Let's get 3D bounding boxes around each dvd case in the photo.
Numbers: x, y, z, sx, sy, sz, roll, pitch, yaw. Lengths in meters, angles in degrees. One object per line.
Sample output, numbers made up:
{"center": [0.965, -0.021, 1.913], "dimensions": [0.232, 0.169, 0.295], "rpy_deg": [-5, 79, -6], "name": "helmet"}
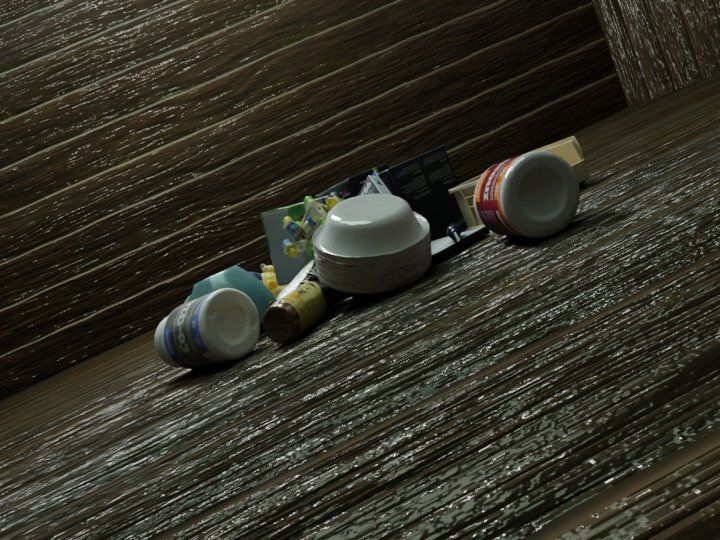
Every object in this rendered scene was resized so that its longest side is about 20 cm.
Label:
{"center": [0.129, -0.034, 1.148], "dimensions": [0.140, 0.018, 0.198], "rpy_deg": [-27, 7, -30], "name": "dvd case"}

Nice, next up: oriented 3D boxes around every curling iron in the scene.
{"center": [-0.166, 0.086, 1.063], "dimensions": [0.048, 0.026, 0.200], "rpy_deg": [-11, -12, -21], "name": "curling iron"}

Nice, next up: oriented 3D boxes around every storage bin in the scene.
{"center": [0.311, -0.167, 1.218], "dimensions": [0.196, 0.096, 0.198], "rpy_deg": [-26, 6, -17], "name": "storage bin"}

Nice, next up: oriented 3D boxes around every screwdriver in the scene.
{"center": [0.160, -0.063, 1.026], "dimensions": [0.029, 0.028, 0.200], "rpy_deg": [-52, 1, 6], "name": "screwdriver"}

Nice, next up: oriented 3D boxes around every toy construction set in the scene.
{"center": [-0.057, -0.081, 1.158], "dimensions": [0.132, 0.092, 0.199], "rpy_deg": [-51, -18, 20], "name": "toy construction set"}

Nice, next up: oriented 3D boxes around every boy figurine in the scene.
{"center": [-0.192, 0.041, 1.385], "dimensions": [0.194, 0.127, 0.065], "rpy_deg": [5, -38, -18], "name": "boy figurine"}

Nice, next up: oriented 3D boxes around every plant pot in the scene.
{"center": [-0.266, 0.072, 1.242], "dimensions": [0.196, 0.138, 0.200], "rpy_deg": [-24, 6, 3], "name": "plant pot"}

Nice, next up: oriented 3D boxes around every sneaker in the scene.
{"center": [-0.090, 0.022, 1.122], "dimensions": [0.200, 0.071, 0.074], "rpy_deg": [-48, -16, -50], "name": "sneaker"}

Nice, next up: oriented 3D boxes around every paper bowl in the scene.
{"center": [0.017, -0.055, 1.011], "dimensions": [0.194, 0.107, 0.202], "rpy_deg": [-7, 26, 3], "name": "paper bowl"}

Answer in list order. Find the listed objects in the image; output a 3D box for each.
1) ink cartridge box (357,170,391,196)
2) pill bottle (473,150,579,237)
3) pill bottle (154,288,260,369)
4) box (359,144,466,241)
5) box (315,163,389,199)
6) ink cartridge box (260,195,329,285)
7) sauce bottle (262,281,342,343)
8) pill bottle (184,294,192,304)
{"center": [0.028, -0.112, 1.214], "dimensions": [0.038, 0.101, 0.202], "rpy_deg": [13, 29, -31], "name": "ink cartridge box"}
{"center": [0.231, -0.107, 0.910], "dimensions": [0.110, 0.116, 0.200], "rpy_deg": [-24, 5, -3], "name": "pill bottle"}
{"center": [-0.266, 0.105, 1.051], "dimensions": [0.197, 0.116, 0.113], "rpy_deg": [-19, 7, 45], "name": "pill bottle"}
{"center": [0.125, -0.147, 1.352], "dimensions": [0.198, 0.187, 0.103], "rpy_deg": [-27, 6, -38], "name": "box"}
{"center": [0.017, -0.114, 1.408], "dimensions": [0.123, 0.205, 0.147], "rpy_deg": [-17, 9, 46], "name": "box"}
{"center": [-0.101, -0.069, 1.281], "dimensions": [0.081, 0.151, 0.199], "rpy_deg": [-10, 10, 32], "name": "ink cartridge box"}
{"center": [-0.086, 0.055, 1.012], "dimensions": [0.065, 0.068, 0.200], "rpy_deg": [-21, 7, 25], "name": "sauce bottle"}
{"center": [-0.327, 0.086, 1.475], "dimensions": [0.197, 0.116, 0.112], "rpy_deg": [-19, 7, 38], "name": "pill bottle"}
